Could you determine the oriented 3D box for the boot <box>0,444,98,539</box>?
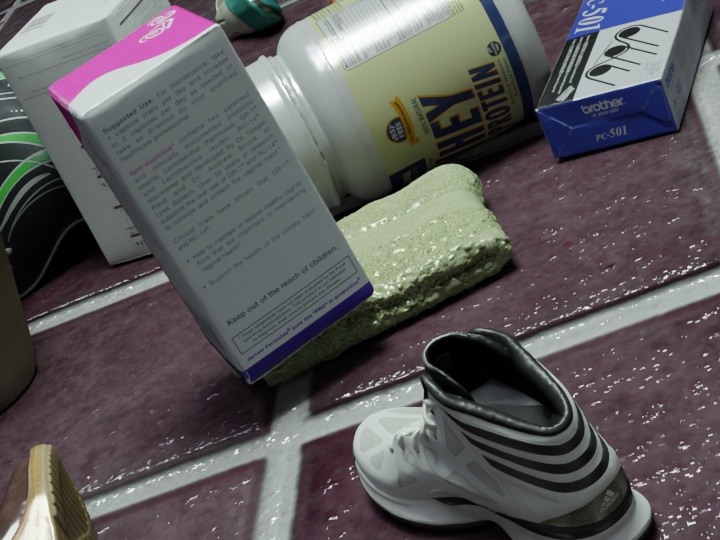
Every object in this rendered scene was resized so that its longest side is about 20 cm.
[{"bbox_3d":[-0.235,0.186,0.911,0.166,0.073,0.200,-24,28,2],"label":"boot"}]

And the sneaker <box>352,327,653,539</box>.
[{"bbox_3d":[0.051,0.070,0.800,0.076,0.116,0.200,-39,27,-26],"label":"sneaker"}]

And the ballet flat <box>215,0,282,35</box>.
[{"bbox_3d":[-0.128,-0.295,1.790,0.070,0.067,0.200,-47,20,14],"label":"ballet flat"}]

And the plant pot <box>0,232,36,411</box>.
[{"bbox_3d":[-0.334,0.029,1.202,0.199,0.174,0.200,-21,24,10],"label":"plant pot"}]

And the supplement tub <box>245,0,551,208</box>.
[{"bbox_3d":[0.027,-0.142,1.210,0.199,0.145,0.145,-28,24,-3],"label":"supplement tub"}]

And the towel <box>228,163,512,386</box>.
[{"bbox_3d":[0.000,0.000,1.088,0.199,0.037,0.149,-25,25,4],"label":"towel"}]

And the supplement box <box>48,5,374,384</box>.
[{"bbox_3d":[-0.092,-0.049,0.997,0.103,0.200,0.101,-36,26,-9],"label":"supplement box"}]

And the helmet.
[{"bbox_3d":[-0.321,-0.080,1.411,0.191,0.200,0.200,-51,30,-11],"label":"helmet"}]

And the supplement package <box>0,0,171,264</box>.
[{"bbox_3d":[-0.189,-0.125,1.328,0.109,0.201,0.114,-15,26,23],"label":"supplement package"}]

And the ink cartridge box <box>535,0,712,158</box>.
[{"bbox_3d":[0.198,-0.158,1.191,0.094,0.044,0.200,-12,28,26],"label":"ink cartridge box"}]

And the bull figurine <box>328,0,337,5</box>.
[{"bbox_3d":[0.027,-0.221,1.417,0.065,0.122,0.200,2,0,-31],"label":"bull figurine"}]
